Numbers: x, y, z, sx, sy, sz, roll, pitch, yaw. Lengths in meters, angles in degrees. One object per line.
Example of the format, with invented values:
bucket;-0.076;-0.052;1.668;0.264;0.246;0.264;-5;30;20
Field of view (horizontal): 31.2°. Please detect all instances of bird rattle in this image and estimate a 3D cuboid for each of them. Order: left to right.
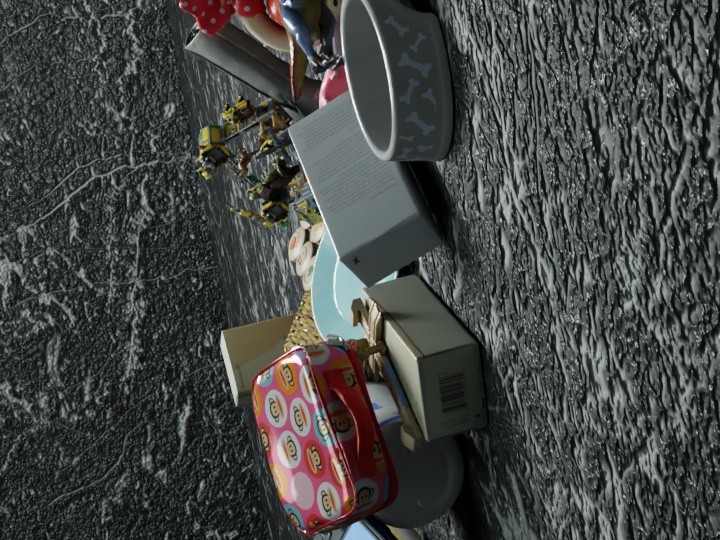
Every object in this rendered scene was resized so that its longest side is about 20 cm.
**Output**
bird rattle;-0.096;-0.320;1.462;0.163;0.200;0.113;48;-166;-15

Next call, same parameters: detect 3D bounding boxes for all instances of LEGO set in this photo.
LEGO set;-0.107;-0.111;1.603;0.200;0.153;0.116;53;-159;-46

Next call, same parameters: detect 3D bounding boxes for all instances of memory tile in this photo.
memory tile;-0.048;-0.049;1.734;0.154;0.017;0.200;-64;25;17

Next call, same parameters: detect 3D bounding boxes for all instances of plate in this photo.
plate;0.000;0.000;1.581;0.200;0.025;0.202;-30;54;51

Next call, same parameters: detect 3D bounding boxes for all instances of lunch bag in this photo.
lunch bag;-0.037;0.179;1.417;0.176;0.081;0.201;-38;67;53

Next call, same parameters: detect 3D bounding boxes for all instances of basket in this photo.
basket;0.002;0.091;1.735;0.144;0.148;0.200;-68;17;4

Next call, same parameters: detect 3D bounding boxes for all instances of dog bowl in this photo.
dog bowl;0.032;-0.201;1.294;0.200;0.058;0.202;166;90;-79

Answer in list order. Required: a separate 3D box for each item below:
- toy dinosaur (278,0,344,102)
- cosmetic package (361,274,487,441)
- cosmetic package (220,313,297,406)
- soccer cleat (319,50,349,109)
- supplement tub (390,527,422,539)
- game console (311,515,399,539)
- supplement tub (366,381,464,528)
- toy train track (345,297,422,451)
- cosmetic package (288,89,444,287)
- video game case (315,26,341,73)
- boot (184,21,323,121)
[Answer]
toy dinosaur;-0.079;-0.296;1.385;0.200;0.105;0.182;-33;90;39
cosmetic package;0.067;0.091;1.414;0.200;0.073;0.104;-132;30;-64
cosmetic package;-0.099;0.122;1.901;0.071;0.198;0.106;108;146;-68
soccer cleat;-0.016;-0.186;1.528;0.077;0.066;0.201;-96;4;-47
supplement tub;0.046;0.427;1.700;0.200;0.144;0.147;-139;37;-71
game console;-0.004;0.344;1.535;0.200;0.118;0.172;41;113;36
supplement tub;0.036;0.218;1.554;0.200;0.131;0.133;-151;48;-72
toy train track;0.018;0.113;1.409;0.115;0.032;0.201;91;160;-48
cosmetic package;0.004;-0.094;1.396;0.071;0.101;0.201;46;-162;-51
video game case;-0.053;-0.348;1.611;0.182;0.023;0.202;-128;28;-64
boot;-0.128;-0.243;1.614;0.182;0.199;0.073;161;130;-71
